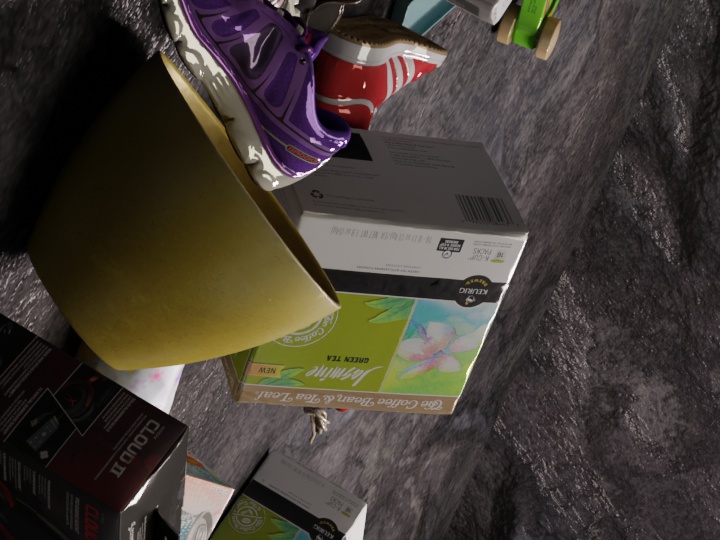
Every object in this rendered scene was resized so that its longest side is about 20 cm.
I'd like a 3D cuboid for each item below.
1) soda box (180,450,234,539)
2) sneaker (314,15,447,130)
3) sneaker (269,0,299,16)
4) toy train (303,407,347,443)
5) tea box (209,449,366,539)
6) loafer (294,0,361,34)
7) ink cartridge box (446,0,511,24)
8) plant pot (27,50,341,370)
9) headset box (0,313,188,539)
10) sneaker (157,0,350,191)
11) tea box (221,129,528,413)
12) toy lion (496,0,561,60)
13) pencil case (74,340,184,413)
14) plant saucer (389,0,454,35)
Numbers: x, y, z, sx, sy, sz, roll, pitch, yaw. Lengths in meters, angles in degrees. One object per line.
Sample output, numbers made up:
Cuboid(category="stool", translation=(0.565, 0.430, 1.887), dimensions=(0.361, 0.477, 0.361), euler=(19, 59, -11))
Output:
Cuboid(category="soda box", translation=(-0.187, 0.148, 1.329), dimensions=(0.200, 0.064, 0.069), euler=(24, 97, -44))
Cuboid(category="sneaker", translation=(0.005, -0.155, 1.617), dimensions=(0.200, 0.071, 0.113), euler=(-13, 127, -63))
Cuboid(category="sneaker", translation=(-0.080, -0.193, 1.204), dimensions=(0.087, 0.074, 0.200), euler=(-43, 153, -55))
Cuboid(category="toy train", translation=(-0.036, 0.090, 1.997), dimensions=(0.200, 0.084, 0.116), euler=(97, 12, -59))
Cuboid(category="tea box", translation=(-0.100, 0.349, 2.164), dimensions=(0.197, 0.133, 0.200), euler=(-55, 166, -27))
Cuboid(category="loafer", translation=(-0.029, -0.210, 1.362), dimensions=(0.073, 0.072, 0.200), euler=(-60, 168, -8))
Cuboid(category="ink cartridge box", translation=(0.077, -0.303, 1.377), dimensions=(0.200, 0.162, 0.057), euler=(-59, 172, -6))
Cuboid(category="plant pot", translation=(-0.127, -0.018, 1.204), dimensions=(0.142, 0.200, 0.200), euler=(-35, 167, 3))
Cuboid(category="headset box", translation=(-0.191, 0.118, 1.150), dimensions=(0.075, 0.200, 0.149), euler=(-53, 166, -33))
Cuboid(category="sneaker", translation=(-0.068, -0.146, 1.157), dimensions=(0.083, 0.200, 0.081), euler=(-26, -147, 6))
Cuboid(category="tea box", translation=(0.000, 0.000, 1.544), dimensions=(0.134, 0.199, 0.197), euler=(-112, -147, -48))
Cuboid(category="toy lion", translation=(0.221, -0.361, 2.068), dimensions=(0.200, 0.068, 0.192), euler=(98, 17, -59))
Cuboid(category="pencil case", translation=(-0.168, 0.072, 1.400), dimensions=(0.091, 0.083, 0.200), euler=(9, 115, -41))
Cuboid(category="plant saucer", translation=(0.074, -0.264, 1.778), dimensions=(0.200, 0.019, 0.070), euler=(-48, 162, -49))
